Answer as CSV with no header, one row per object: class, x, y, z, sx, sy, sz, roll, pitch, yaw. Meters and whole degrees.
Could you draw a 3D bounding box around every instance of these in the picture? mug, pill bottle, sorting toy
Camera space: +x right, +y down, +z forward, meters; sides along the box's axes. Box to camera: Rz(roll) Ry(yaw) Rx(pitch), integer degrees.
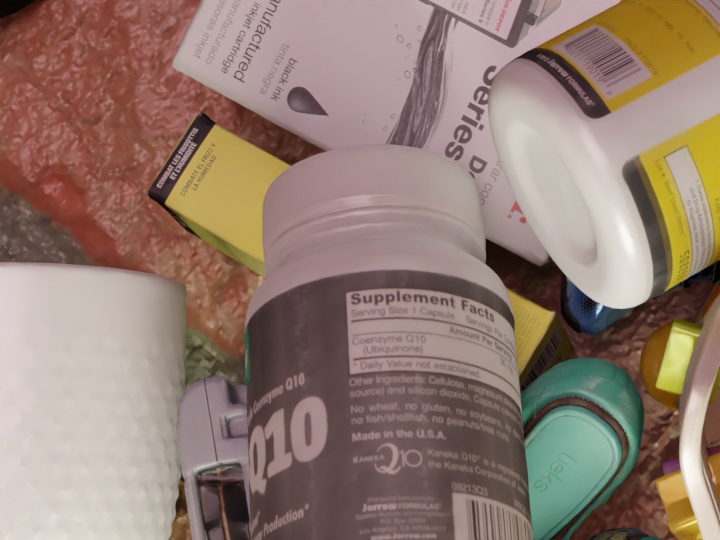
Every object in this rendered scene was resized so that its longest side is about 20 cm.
mug,-0.172,0.095,0.958,0.199,0.147,0.176,-6,80,43
pill bottle,0.010,0.058,0.843,0.113,0.113,0.201,-9,61,11
sorting toy,0.163,0.087,0.828,0.106,0.180,0.201,-18,91,19
pill bottle,0.161,-0.076,0.850,0.199,0.112,0.112,-28,71,-11

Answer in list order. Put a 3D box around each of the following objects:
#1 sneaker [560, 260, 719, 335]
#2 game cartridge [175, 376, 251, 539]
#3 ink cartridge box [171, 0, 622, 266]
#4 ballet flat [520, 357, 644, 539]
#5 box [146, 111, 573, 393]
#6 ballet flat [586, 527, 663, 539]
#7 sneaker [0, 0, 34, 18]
sneaker,0.181,-0.024,0.931,0.199,0.078,0.090,-31,75,4
game cartridge,-0.038,0.159,0.901,0.041,0.133,0.201,-11,69,2
ink cartridge box,0.038,-0.111,0.953,0.199,0.084,0.146,28,99,10
ballet flat,0.062,0.111,0.919,0.067,0.070,0.200,41,122,2
box,0.000,0.000,0.967,0.200,0.075,0.050,31,84,19
ballet flat,0.113,0.215,0.897,0.074,0.074,0.201,-7,72,11
sneaker,-0.168,-0.222,1.069,0.201,0.067,0.108,-43,70,-4
